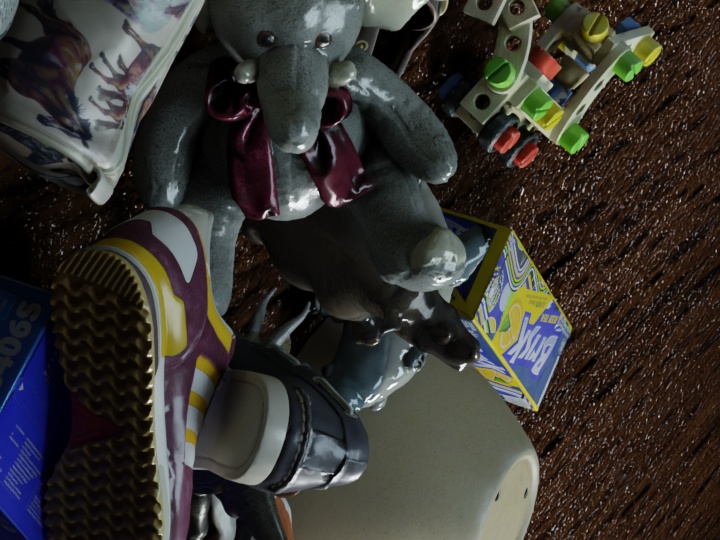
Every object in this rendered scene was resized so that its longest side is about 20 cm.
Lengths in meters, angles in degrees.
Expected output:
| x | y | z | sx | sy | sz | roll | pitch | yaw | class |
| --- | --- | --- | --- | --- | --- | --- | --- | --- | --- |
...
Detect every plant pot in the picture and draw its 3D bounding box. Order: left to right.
| x | y | z | sx | sy | sz | roll | pitch | yaw | class |
| --- | --- | --- | --- | --- | --- | --- | --- | --- | --- |
| 0.032 | 0.133 | 1.620 | 0.200 | 0.134 | 0.200 | -50 | 151 | -43 | plant pot |

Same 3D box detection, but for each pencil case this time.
| x | y | z | sx | sy | sz | roll | pitch | yaw | class |
| --- | --- | --- | --- | --- | --- | --- | --- | --- | --- |
| -0.102 | -0.125 | 1.157 | 0.200 | 0.089 | 0.078 | -63 | 154 | -19 | pencil case |

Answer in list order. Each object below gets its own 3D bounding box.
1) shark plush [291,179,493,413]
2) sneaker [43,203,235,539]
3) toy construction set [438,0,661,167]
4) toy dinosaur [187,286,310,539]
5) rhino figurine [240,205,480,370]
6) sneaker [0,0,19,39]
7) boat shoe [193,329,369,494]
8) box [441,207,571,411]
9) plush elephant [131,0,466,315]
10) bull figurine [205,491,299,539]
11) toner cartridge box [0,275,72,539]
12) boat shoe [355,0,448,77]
| x | y | z | sx | sy | sz | roll | pitch | yaw | class |
| --- | --- | --- | --- | --- | --- | --- | --- | --- | --- |
| -0.003 | 0.033 | 1.541 | 0.200 | 0.083 | 0.091 | -62 | -170 | -10 | shark plush |
| -0.095 | 0.066 | 1.228 | 0.090 | 0.075 | 0.200 | -35 | 139 | -49 | sneaker |
| 0.113 | -0.135 | 1.657 | 0.131 | 0.092 | 0.200 | -47 | 150 | 5 | toy construction set |
| -0.071 | 0.098 | 1.382 | 0.200 | 0.077 | 0.102 | -96 | -164 | -60 | toy dinosaur |
| 0.000 | 0.000 | 1.380 | 0.060 | 0.200 | 0.087 | -45 | 136 | -6 | rhino figurine |
| -0.137 | -0.178 | 1.035 | 0.078 | 0.086 | 0.200 | -31 | 135 | -57 | sneaker |
| -0.049 | 0.072 | 1.283 | 0.200 | 0.063 | 0.073 | -155 | -99 | -71 | boat shoe |
| 0.084 | 0.027 | 1.754 | 0.070 | 0.064 | 0.200 | -66 | 158 | -13 | box |
| -0.033 | -0.089 | 1.266 | 0.155 | 0.165 | 0.200 | 91 | -4 | -66 | plush elephant |
| -0.073 | 0.196 | 1.512 | 0.121 | 0.065 | 0.200 | -54 | 152 | -31 | bull figurine |
| -0.152 | 0.090 | 1.268 | 0.095 | 0.043 | 0.200 | -65 | 157 | -21 | toner cartridge box |
| 0.015 | -0.148 | 1.457 | 0.200 | 0.059 | 0.072 | -58 | 154 | -30 | boat shoe |
